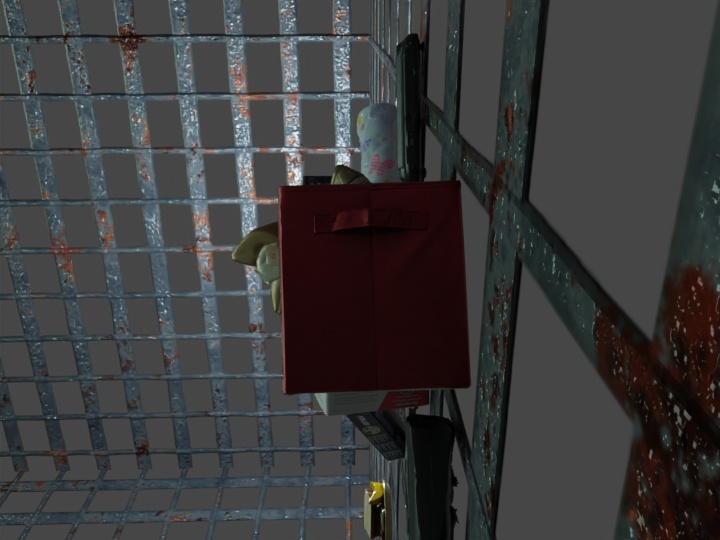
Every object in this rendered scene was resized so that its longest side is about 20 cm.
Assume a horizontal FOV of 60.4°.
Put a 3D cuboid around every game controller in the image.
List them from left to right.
[{"bbox_3d":[0.072,-0.211,0.845,0.104,0.041,0.205,9,-100,-77],"label":"game controller"}]

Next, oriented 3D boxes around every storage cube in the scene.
[{"bbox_3d":[0.010,0.021,0.617,0.200,0.167,0.184,105,163,-84],"label":"storage cube"}]

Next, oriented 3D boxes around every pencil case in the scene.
[{"bbox_3d":[0.036,-0.194,1.071,0.083,0.089,0.203,47,-148,-51],"label":"pencil case"}]

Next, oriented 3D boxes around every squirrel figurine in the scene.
[{"bbox_3d":[-0.100,-0.045,1.104,0.201,0.141,0.186,-54,-15,18],"label":"squirrel figurine"}]

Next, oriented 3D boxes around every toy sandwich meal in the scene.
[{"bbox_3d":[0.046,0.662,1.673,0.205,0.069,0.210,179,90,-89],"label":"toy sandwich meal"}]

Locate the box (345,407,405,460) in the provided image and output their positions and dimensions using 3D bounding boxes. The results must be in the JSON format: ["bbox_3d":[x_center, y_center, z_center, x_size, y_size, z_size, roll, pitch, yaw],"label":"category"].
[{"bbox_3d":[0.028,0.221,1.099,0.201,0.048,0.163,57,-155,-45],"label":"box"}]

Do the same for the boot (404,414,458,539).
[{"bbox_3d":[0.062,0.250,0.641,0.165,0.064,0.205,148,119,-79],"label":"boot"}]

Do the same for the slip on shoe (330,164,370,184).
[{"bbox_3d":[-0.022,-0.088,1.010,0.060,0.076,0.201,42,156,22],"label":"slip on shoe"}]

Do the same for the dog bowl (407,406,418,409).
[{"bbox_3d":[0.052,0.114,0.971,0.200,0.072,0.205,179,90,-88],"label":"dog bowl"}]

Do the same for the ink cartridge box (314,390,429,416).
[{"bbox_3d":[0.014,0.073,0.813,0.083,0.142,0.205,-150,60,-73],"label":"ink cartridge box"}]

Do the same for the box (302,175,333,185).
[{"bbox_3d":[-0.019,-0.114,1.276,0.115,0.195,0.135,95,174,-69],"label":"box"}]
